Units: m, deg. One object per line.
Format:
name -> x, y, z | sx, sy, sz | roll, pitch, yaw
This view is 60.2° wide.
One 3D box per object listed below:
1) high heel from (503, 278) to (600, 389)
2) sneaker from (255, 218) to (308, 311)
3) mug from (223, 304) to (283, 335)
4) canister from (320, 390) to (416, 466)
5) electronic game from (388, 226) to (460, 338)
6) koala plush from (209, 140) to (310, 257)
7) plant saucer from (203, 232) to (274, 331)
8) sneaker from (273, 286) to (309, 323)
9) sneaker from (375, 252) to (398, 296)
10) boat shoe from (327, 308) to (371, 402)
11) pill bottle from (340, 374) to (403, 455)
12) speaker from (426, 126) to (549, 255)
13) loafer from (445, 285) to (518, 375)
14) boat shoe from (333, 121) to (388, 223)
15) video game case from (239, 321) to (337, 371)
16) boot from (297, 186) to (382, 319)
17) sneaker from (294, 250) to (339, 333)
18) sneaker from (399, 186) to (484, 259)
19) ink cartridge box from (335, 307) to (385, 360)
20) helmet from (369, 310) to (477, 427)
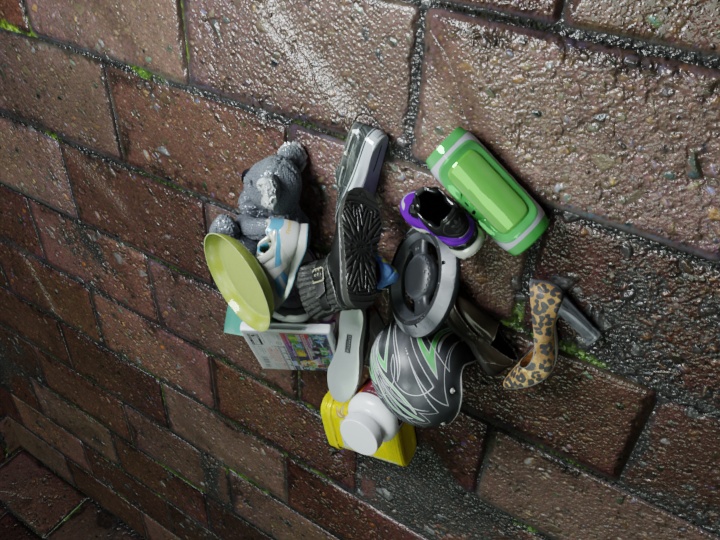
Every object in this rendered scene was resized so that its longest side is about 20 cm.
high heel -> 0.279, 0.108, 1.040 | 0.142, 0.072, 0.200 | 43, 120, -5
sneaker -> -0.153, -0.012, 1.118 | 0.079, 0.077, 0.202 | 13, 128, -13
mug -> -0.199, 0.090, 1.344 | 0.181, 0.152, 0.117 | 6, 83, 21
canister -> 0.020, 0.355, 1.408 | 0.197, 0.087, 0.151 | 8, 124, 31
electronic game -> 0.105, 0.012, 1.055 | 0.041, 0.203, 0.200 | 10, 145, -28
koala plush -> -0.161, -0.132, 1.154 | 0.181, 0.178, 0.202 | 26, 133, 4
plant saucer -> -0.215, 0.017, 1.125 | 0.199, 0.031, 0.203 | 37, 144, 32
sneaker -> -0.167, 0.015, 1.230 | 0.199, 0.075, 0.116 | 36, 129, 36
sneaker -> 0.000, 0.000, 1.132 | 0.071, 0.083, 0.199 | 46, 176, -23
boat shoe -> -0.013, 0.160, 1.224 | 0.070, 0.063, 0.204 | 16, 101, 27
pill bottle -> 0.046, 0.265, 1.242 | 0.111, 0.200, 0.115 | 19, 130, 24
speaker -> 0.192, -0.120, 0.943 | 0.200, 0.088, 0.088 | 47, 136, 0
loafer -> 0.214, 0.095, 1.096 | 0.071, 0.073, 0.201 | -25, 113, 40
boat shoe -> -0.010, -0.166, 1.085 | 0.071, 0.072, 0.202 | 37, 126, 21
video game case -> -0.135, 0.158, 1.270 | 0.178, 0.023, 0.201 | 1, 149, 7
boot -> -0.042, -0.026, 1.068 | 0.157, 0.078, 0.216 | -12, 70, 56
sneaker -> -0.107, 0.050, 1.293 | 0.099, 0.074, 0.203 | -31, 80, 52
sneaker -> 0.110, -0.099, 0.969 | 0.099, 0.070, 0.200 | 42, 179, -36
ink cartridge box -> -0.044, 0.113, 1.317 | 0.198, 0.044, 0.175 | -16, 111, 43
helmet -> 0.110, 0.181, 1.139 | 0.197, 0.191, 0.203 | 20, 130, 25
